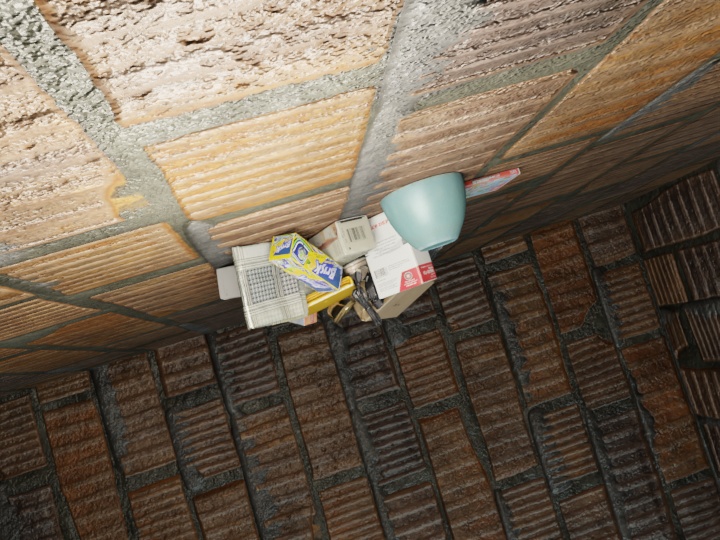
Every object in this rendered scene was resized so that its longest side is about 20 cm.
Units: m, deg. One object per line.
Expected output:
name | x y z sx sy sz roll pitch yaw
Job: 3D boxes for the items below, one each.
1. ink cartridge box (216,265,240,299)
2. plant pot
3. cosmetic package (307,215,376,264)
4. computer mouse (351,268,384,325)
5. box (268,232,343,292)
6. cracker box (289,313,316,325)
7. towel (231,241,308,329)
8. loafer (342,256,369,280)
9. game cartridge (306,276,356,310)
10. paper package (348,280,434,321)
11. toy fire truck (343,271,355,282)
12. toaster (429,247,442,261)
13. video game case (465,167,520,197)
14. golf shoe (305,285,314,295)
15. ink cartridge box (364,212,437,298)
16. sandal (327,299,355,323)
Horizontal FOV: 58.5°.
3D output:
ink cartridge box | -0.250 0.016 1.646 0.198 0.087 0.145 -8 -178 39
plant pot | 0.158 -0.122 1.466 0.197 0.137 0.200 -18 175 -2
cosmetic package | -0.059 -0.061 1.620 0.102 0.089 0.199 -16 173 -35
computer mouse | 0.018 0.039 1.674 0.045 0.141 0.201 -20 -146 25
box | -0.124 -0.014 1.513 0.069 0.065 0.199 -6 154 33
cracker box | -0.215 0.077 1.902 0.198 0.136 0.057 10 -166 42
towel | -0.204 0.029 1.511 0.034 0.196 0.199 -14 177 40
loafer | 0.000 0.000 1.750 0.071 0.064 0.200 -24 180 7
game cartridge | -0.094 0.073 1.715 0.174 0.033 0.200 -26 174 -1
paper package | 0.094 0.053 1.911 0.190 0.104 0.199 -43 159 24
toy fire truck | -0.044 0.001 1.953 0.176 0.129 0.200 -38 -170 38
toaster | 0.138 -0.065 1.736 0.113 0.129 0.202 -10 134 -59
video game case | 0.288 -0.209 1.631 0.197 0.018 0.143 -17 174 -15
golf shoe | -0.116 0.020 1.764 0.074 0.093 0.200 16 -170 18
ink cartridge box | 0.091 -0.048 1.649 0.143 0.203 0.083 -21 177 36
sandal | -0.067 0.106 1.864 0.081 0.054 0.200 -49 -171 -9
